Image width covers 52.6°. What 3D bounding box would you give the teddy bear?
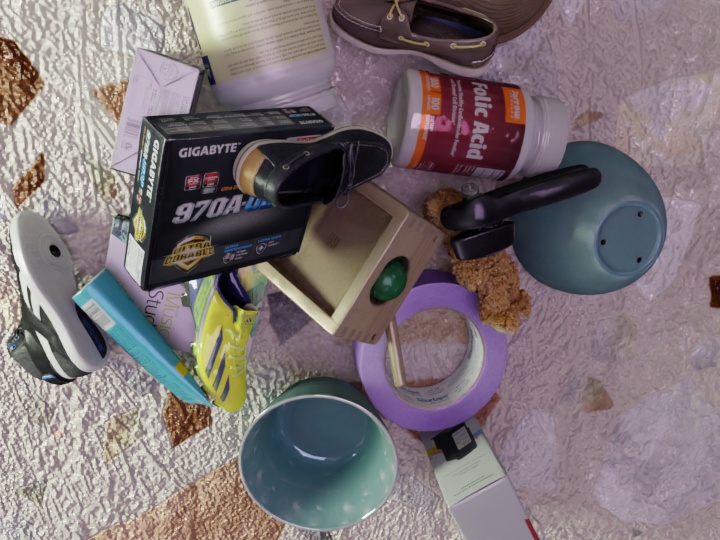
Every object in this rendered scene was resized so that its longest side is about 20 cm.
[{"bbox_3d":[0.154,-0.017,0.900,0.143,0.066,0.203,-9,74,-46],"label":"teddy bear"}]

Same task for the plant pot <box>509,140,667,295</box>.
[{"bbox_3d":[0.305,-0.054,0.921,0.196,0.135,0.204,-3,106,-9],"label":"plant pot"}]

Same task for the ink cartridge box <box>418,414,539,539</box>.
[{"bbox_3d":[0.154,0.285,0.950,0.082,0.200,0.147,-28,108,1],"label":"ink cartridge box"}]

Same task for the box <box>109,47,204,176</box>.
[{"bbox_3d":[-0.207,-0.166,0.765,0.059,0.200,0.119,15,100,-14],"label":"box"}]

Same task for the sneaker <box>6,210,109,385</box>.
[{"bbox_3d":[-0.386,0.042,0.855,0.110,0.073,0.203,-24,91,22],"label":"sneaker"}]

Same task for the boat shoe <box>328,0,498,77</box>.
[{"bbox_3d":[0.060,-0.281,0.828,0.196,0.060,0.073,19,66,3],"label":"boat shoe"}]

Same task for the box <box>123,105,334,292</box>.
[{"bbox_3d":[-0.128,-0.075,0.717,0.198,0.046,0.161,-16,135,-44],"label":"box"}]

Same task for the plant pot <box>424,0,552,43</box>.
[{"bbox_3d":[0.153,-0.364,0.835,0.196,0.093,0.205,-3,106,-10],"label":"plant pot"}]

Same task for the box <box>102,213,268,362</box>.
[{"bbox_3d":[-0.218,0.026,0.899,0.196,0.036,0.147,13,102,-14],"label":"box"}]

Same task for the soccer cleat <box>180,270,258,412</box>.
[{"bbox_3d":[-0.158,0.076,0.867,0.082,0.065,0.204,-7,105,12],"label":"soccer cleat"}]

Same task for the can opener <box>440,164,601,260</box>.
[{"bbox_3d":[0.185,-0.082,0.846,0.197,0.063,0.080,-24,118,-10],"label":"can opener"}]

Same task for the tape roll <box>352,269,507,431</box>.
[{"bbox_3d":[0.090,0.105,0.961,0.196,0.066,0.204,-3,106,-10],"label":"tape roll"}]

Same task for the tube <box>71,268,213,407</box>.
[{"bbox_3d":[-0.253,0.090,0.860,0.050,0.077,0.201,-45,107,-23],"label":"tube"}]

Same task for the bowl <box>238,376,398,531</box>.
[{"bbox_3d":[-0.049,0.218,0.932,0.196,0.105,0.205,1,113,3],"label":"bowl"}]

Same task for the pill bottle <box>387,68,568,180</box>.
[{"bbox_3d":[0.138,-0.169,0.871,0.196,0.114,0.117,5,104,-11],"label":"pill bottle"}]

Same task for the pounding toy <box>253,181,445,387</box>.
[{"bbox_3d":[0.000,0.000,0.854,0.186,0.199,0.142,-57,149,8],"label":"pounding toy"}]

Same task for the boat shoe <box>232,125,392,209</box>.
[{"bbox_3d":[-0.032,-0.097,0.715,0.198,0.062,0.076,-15,132,-46],"label":"boat shoe"}]

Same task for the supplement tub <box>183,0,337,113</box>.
[{"bbox_3d":[-0.108,-0.263,0.785,0.142,0.145,0.204,-17,107,-5],"label":"supplement tub"}]
